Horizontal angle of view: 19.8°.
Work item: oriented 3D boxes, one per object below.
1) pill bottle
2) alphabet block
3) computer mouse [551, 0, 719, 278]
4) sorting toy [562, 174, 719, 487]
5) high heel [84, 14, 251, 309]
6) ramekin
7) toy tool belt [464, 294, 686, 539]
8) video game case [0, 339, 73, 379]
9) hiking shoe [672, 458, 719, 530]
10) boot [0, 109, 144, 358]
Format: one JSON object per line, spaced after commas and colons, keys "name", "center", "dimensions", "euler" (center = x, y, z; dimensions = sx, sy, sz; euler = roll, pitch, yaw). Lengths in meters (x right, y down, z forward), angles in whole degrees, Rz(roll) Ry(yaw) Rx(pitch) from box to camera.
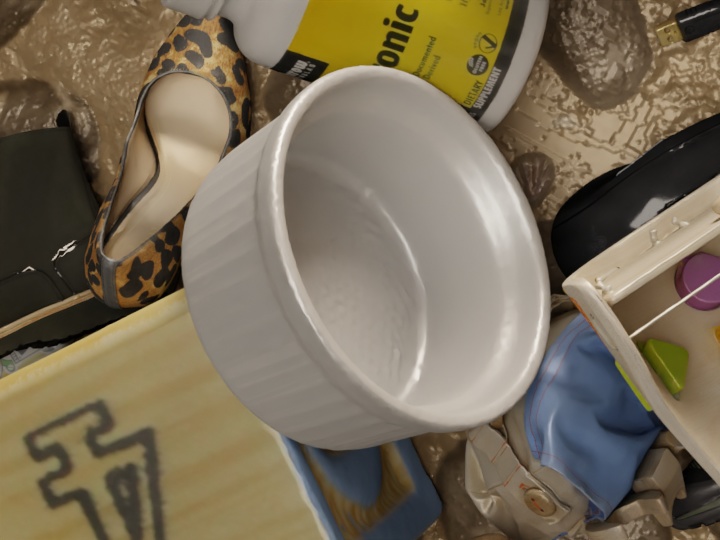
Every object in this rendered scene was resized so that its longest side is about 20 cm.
{"name": "pill bottle", "center": [-0.005, -0.155, 1.151], "dimensions": [0.200, 0.111, 0.111], "euler": [17, 104, -14]}
{"name": "alphabet block", "center": [-0.098, 0.117, 1.214], "dimensions": [0.200, 0.195, 0.197], "euler": [-26, 89, 19]}
{"name": "computer mouse", "center": [0.185, -0.072, 1.179], "dimensions": [0.200, 0.046, 0.141], "euler": [-24, 92, 18]}
{"name": "sorting toy", "center": [0.217, 0.040, 1.091], "dimensions": [0.200, 0.107, 0.180], "euler": [-32, 89, -21]}
{"name": "high heel", "center": [-0.111, -0.074, 1.206], "dimensions": [0.071, 0.143, 0.200], "euler": [13, 90, 5]}
{"name": "ramekin", "center": [0.000, 0.000, 1.105], "dimensions": [0.098, 0.200, 0.201], "euler": [-24, 91, 43]}
{"name": "toy tool belt", "center": [0.122, 0.099, 1.136], "dimensions": [0.125, 0.200, 0.123], "euler": [42, 140, -20]}
{"name": "video game case", "center": [-0.308, 0.003, 1.345], "dimensions": [0.182, 0.023, 0.200], "euler": [-29, 89, 18]}
{"name": "hiking shoe", "center": [0.236, 0.063, 1.179], "dimensions": [0.200, 0.076, 0.101], "euler": [-41, 77, 8]}
{"name": "boot", "center": [-0.246, -0.008, 1.266], "dimensions": [0.077, 0.200, 0.138], "euler": [-23, 86, 61]}
